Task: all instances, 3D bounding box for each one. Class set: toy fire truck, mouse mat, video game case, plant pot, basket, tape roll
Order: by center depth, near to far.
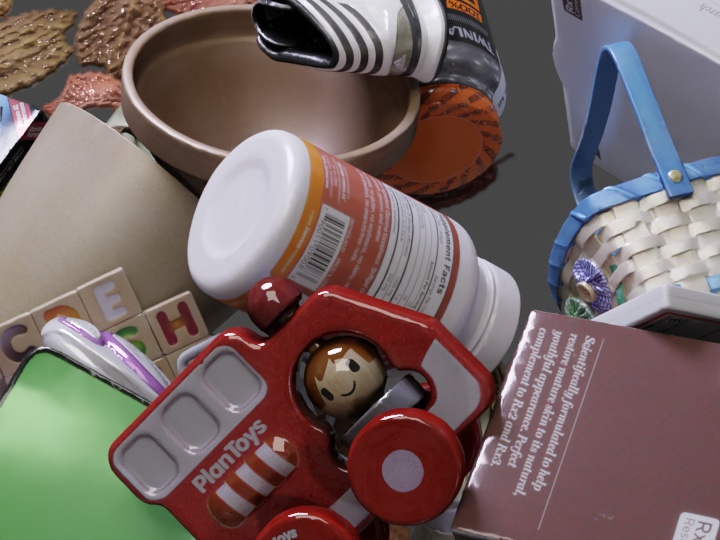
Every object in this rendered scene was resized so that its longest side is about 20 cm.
[{"bbox_3d":[-0.030,0.096,1.479,0.168,0.112,0.200,44,103,1],"label":"toy fire truck"},{"bbox_3d":[-0.179,0.164,1.538,0.161,0.008,0.200,29,81,8],"label":"mouse mat"},{"bbox_3d":[-0.196,0.225,1.563,0.200,0.066,0.200,-1,78,4],"label":"tape roll"},{"bbox_3d":[0.228,0.052,1.564,0.200,0.143,0.017,11,67,-27],"label":"video game case"},{"bbox_3d":[0.189,-0.029,1.668,0.139,0.176,0.200,-11,60,-9],"label":"basket"},{"bbox_3d":[-0.064,-0.090,1.705,0.201,0.093,0.201,6,35,-4],"label":"plant pot"},{"bbox_3d":[-0.196,0.023,1.716,0.187,0.187,0.200,34,79,31],"label":"plant pot"}]

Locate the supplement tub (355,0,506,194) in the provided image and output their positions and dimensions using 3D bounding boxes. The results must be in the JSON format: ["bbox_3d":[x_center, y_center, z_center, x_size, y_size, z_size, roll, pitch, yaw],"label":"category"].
[{"bbox_3d":[0.035,-0.159,1.831,0.122,0.123,0.200,-14,52,0],"label":"supplement tub"}]

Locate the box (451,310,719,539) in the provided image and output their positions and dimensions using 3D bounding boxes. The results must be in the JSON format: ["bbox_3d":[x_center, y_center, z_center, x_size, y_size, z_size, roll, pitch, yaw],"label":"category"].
[{"bbox_3d":[0.165,0.157,1.513,0.164,0.200,0.166,11,55,19],"label":"box"}]

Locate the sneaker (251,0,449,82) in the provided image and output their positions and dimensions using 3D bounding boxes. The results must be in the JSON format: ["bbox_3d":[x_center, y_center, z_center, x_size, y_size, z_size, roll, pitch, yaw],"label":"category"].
[{"bbox_3d":[-0.024,-0.199,1.717,0.115,0.076,0.201,0,36,-23],"label":"sneaker"}]

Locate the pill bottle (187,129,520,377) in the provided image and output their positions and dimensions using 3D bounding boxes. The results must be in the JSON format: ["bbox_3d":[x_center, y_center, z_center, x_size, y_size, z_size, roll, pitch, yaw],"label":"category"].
[{"bbox_3d":[0.000,0.000,1.591,0.112,0.200,0.112,-35,41,37],"label":"pill bottle"}]

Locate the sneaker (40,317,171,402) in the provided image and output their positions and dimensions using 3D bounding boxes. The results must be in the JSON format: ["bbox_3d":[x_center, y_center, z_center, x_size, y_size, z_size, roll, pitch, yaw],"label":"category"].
[{"bbox_3d":[-0.145,0.118,1.623,0.100,0.200,0.075,-40,14,1],"label":"sneaker"}]

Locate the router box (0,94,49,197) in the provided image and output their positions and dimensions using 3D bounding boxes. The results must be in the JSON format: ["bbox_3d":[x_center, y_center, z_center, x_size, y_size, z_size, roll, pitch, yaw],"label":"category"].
[{"bbox_3d":[-0.336,-0.053,1.858,0.150,0.062,0.200,18,58,25],"label":"router box"}]

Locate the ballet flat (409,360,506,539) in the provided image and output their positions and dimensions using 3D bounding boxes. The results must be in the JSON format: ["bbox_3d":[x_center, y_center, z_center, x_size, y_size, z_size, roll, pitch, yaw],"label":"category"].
[{"bbox_3d":[0.064,0.128,1.614,0.067,0.062,0.200,-7,37,14],"label":"ballet flat"}]

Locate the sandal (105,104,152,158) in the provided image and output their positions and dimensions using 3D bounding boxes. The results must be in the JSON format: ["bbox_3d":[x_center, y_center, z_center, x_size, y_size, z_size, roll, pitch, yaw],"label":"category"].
[{"bbox_3d":[-0.192,-0.059,1.838,0.080,0.057,0.201,24,60,26],"label":"sandal"}]

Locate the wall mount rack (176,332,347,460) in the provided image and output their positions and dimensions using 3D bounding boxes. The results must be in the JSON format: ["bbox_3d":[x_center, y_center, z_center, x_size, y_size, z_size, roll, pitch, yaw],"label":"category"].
[{"bbox_3d":[-0.035,0.111,1.619,0.075,0.200,0.174,-26,89,32],"label":"wall mount rack"}]

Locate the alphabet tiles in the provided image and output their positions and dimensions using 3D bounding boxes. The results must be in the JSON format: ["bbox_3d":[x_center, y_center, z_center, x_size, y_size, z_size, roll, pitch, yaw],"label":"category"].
[{"bbox_3d":[-0.182,0.098,1.656,0.200,0.167,0.008,-25,19,-6],"label":"alphabet tiles"}]

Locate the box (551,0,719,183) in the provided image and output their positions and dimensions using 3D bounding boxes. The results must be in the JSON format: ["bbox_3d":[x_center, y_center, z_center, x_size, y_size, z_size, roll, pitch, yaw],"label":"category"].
[{"bbox_3d":[0.247,-0.139,1.725,0.200,0.199,0.131,34,66,30],"label":"box"}]
